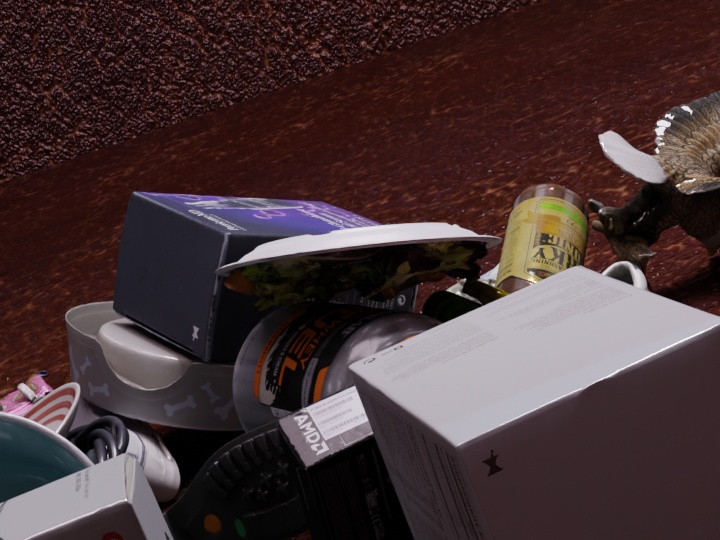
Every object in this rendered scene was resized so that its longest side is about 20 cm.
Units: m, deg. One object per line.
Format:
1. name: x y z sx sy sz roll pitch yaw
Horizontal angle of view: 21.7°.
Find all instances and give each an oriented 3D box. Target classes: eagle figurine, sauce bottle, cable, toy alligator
1. eagle figurine: 0.279 -0.062 1.448 0.200 0.152 0.151 -26 -7 2
2. sauce bottle: 0.130 0.019 1.390 0.065 0.065 0.200 -15 37 25
3. cable: -0.221 0.174 1.354 0.163 0.051 0.200 -53 16 -29
4. toy alligator: 0.080 0.040 1.297 0.054 0.059 0.200 20 3 -15

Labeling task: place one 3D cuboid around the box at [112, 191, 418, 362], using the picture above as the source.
1. box: -0.075 0.005 1.520 0.200 0.104 0.148 2 14 -39

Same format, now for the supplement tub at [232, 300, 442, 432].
1. supplement tub: 0.004 0.086 1.291 0.123 0.123 0.200 -28 15 -25

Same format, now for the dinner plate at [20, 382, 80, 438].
1. dinner plate: -0.270 0.162 1.375 0.200 0.024 0.200 -40 15 13

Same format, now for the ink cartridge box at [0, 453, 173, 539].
1. ink cartridge box: -0.192 0.211 1.053 0.200 0.147 0.083 -23 15 -2

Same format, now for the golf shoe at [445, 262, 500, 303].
1. golf shoe: 0.095 0.043 1.474 0.200 0.078 0.097 -28 -4 -45

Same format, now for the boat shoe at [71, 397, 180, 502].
1. boat shoe: -0.195 0.140 1.499 0.200 0.066 0.072 13 78 64

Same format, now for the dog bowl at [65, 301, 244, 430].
1. dog bowl: -0.143 0.077 1.521 0.200 0.059 0.200 10 10 -2

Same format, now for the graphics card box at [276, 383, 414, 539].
1. graphics card box: 0.057 0.103 1.132 0.200 0.126 0.051 -26 45 -11

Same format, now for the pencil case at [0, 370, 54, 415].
1. pencil case: -0.334 0.162 1.592 0.200 0.087 0.083 -29 25 -20

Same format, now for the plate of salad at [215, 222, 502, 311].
1. plate of salad: 0.000 0.000 1.303 0.200 0.048 0.200 -6 -5 -1

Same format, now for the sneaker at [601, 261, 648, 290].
1. sneaker: 0.148 0.057 1.288 0.073 0.071 0.200 -13 17 31

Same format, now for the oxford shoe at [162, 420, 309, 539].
1. oxford shoe: -0.068 0.143 1.209 0.200 0.073 0.084 -34 -3 23

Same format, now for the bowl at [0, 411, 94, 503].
1. bowl: -0.229 0.186 1.172 0.201 0.201 0.105 -21 -5 3

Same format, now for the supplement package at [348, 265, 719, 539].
1. supplement package: 0.110 0.105 0.990 0.152 0.151 0.200 -23 13 -11
